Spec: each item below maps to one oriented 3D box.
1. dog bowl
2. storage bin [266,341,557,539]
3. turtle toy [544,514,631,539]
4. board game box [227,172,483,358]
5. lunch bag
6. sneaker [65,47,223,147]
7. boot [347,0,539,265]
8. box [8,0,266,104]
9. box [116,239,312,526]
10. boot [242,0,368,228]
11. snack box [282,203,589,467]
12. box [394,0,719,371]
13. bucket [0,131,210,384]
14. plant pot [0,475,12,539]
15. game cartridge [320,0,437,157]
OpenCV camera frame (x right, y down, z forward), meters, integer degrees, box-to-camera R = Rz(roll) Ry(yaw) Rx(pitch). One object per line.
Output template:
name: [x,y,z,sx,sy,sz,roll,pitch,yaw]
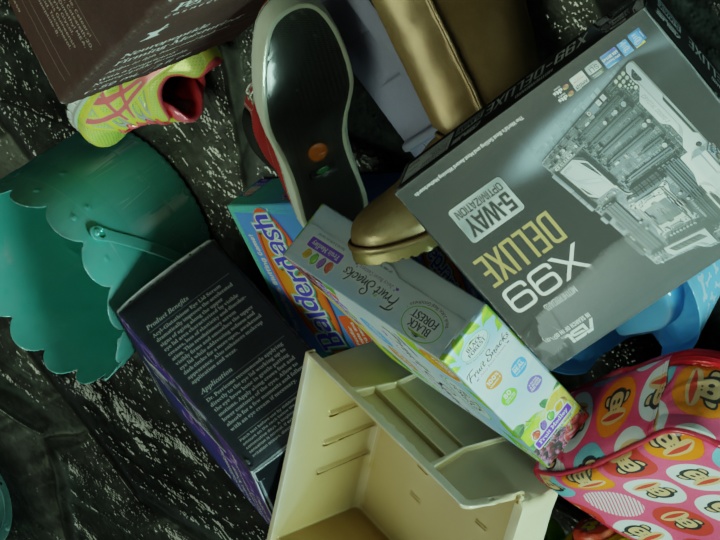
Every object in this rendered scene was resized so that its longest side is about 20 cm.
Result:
dog bowl: [0.167,0.008,1.394,0.199,0.050,0.112,-13,112,54]
storage bin: [0.036,0.183,1.525,0.198,0.093,0.201,43,135,35]
turtle toy: [0.175,0.233,1.529,0.199,0.145,0.102,-3,112,51]
board game box: [0.000,0.000,1.583,0.199,0.045,0.153,0,123,50]
lunch bag: [0.234,0.135,1.382,0.176,0.082,0.200,30,152,-20]
sneaker: [-0.169,-0.142,1.613,0.090,0.078,0.200,46,146,2]
boot: [0.038,-0.125,1.316,0.066,0.174,0.201,-126,11,-72]
box: [-0.140,-0.240,1.376,0.200,0.165,0.165,-29,87,57]
box: [-0.092,0.099,1.669,0.200,0.104,0.148,46,166,30]
boot: [-0.058,-0.136,1.472,0.144,0.072,0.201,-125,19,-47]
snack box: [0.049,0.042,1.393,0.142,0.053,0.200,43,173,-40]
box: [0.146,-0.054,1.254,0.200,0.050,0.158,-35,104,24]
bucket: [-0.234,-0.018,1.757,0.207,0.135,0.208,31,143,27]
plant pot: [-0.484,0.281,2.318,0.134,0.200,0.201,-23,106,27]
game cartridge: [0.031,-0.162,1.400,0.200,0.038,0.129,53,151,-5]
